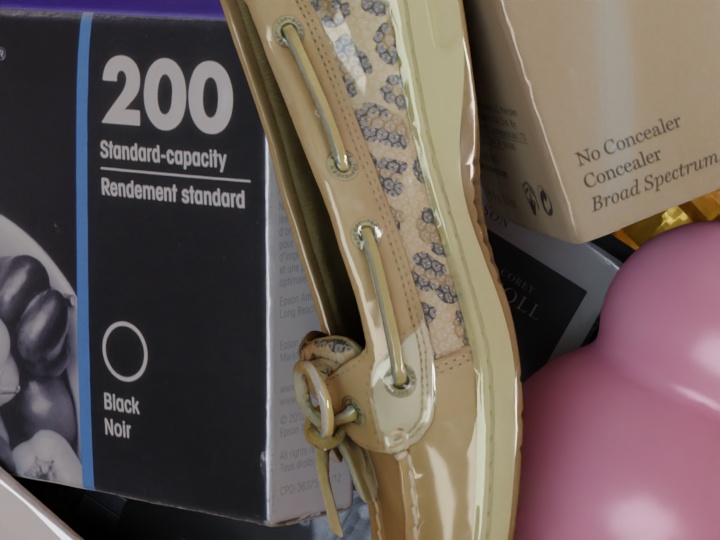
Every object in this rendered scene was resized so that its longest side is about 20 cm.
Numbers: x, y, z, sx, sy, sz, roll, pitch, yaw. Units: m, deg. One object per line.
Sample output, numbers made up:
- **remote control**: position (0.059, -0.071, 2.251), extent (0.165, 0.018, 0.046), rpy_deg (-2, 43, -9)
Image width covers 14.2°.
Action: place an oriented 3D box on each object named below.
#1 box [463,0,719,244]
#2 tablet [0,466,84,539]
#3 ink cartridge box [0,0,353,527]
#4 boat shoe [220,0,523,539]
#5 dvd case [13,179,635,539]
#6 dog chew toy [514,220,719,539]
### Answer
- **box**: position (0.056, -0.119, 0.795), extent (0.095, 0.078, 0.201), rpy_deg (-23, 103, -11)
- **tablet**: position (-0.096, 0.126, 0.913), extent (0.200, 0.014, 0.130), rpy_deg (40, 142, 6)
- **ink cartridge box**: position (-0.088, -0.035, 0.873), extent (0.198, 0.043, 0.201), rpy_deg (6, 98, 38)
- **boat shoe**: position (0.000, 0.000, 0.778), extent (0.062, 0.073, 0.201), rpy_deg (-7, 86, -16)
- **dvd case**: position (-0.023, 0.042, 0.908), extent (0.150, 0.025, 0.200), rpy_deg (32, 108, 12)
- **dog chew toy**: position (0.082, 0.077, 0.831), extent (0.124, 0.125, 0.201), rpy_deg (25, 98, 14)
